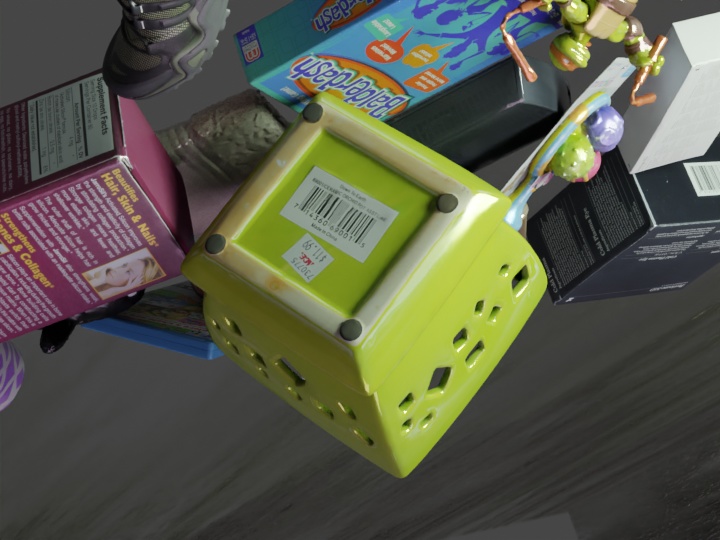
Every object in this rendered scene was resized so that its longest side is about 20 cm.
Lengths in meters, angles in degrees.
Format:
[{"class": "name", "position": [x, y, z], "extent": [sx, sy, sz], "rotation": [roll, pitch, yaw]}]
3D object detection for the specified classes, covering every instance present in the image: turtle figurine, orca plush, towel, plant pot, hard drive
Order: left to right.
[{"class": "orca plush", "position": [-0.262, 0.030, 1.097], "extent": [0.200, 0.071, 0.105], "rotation": [4, 150, -47]}, {"class": "towel", "position": [-0.108, -0.084, 1.091], "extent": [0.132, 0.035, 0.200], "rotation": [-24, 161, 8]}, {"class": "plant pot", "position": [0.000, 0.000, 0.970], "extent": [0.199, 0.200, 0.182], "rotation": [-52, 157, -13]}, {"class": "hard drive", "position": [0.106, -0.124, 1.111], "extent": [0.135, 0.042, 0.200], "rotation": [-26, 172, 18]}, {"class": "turtle figurine", "position": [0.186, -0.198, 0.952], "extent": [0.200, 0.064, 0.161], "rotation": [16, 119, -45]}]

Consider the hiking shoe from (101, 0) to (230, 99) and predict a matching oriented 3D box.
[{"class": "hiking shoe", "position": [-0.123, -0.181, 0.788], "extent": [0.101, 0.076, 0.200], "rotation": [7, 140, -35]}]

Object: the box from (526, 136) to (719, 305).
[{"class": "box", "position": [0.313, -0.054, 1.437], "extent": [0.200, 0.104, 0.182], "rotation": [-5, 155, -33]}]

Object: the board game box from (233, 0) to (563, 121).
[{"class": "board game box", "position": [0.032, -0.174, 0.963], "extent": [0.200, 0.045, 0.152], "rotation": [-26, 160, 21]}]

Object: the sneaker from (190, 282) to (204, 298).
[{"class": "sneaker", "position": [-0.089, -0.008, 1.197], "extent": [0.074, 0.087, 0.200], "rotation": [-4, -165, -34]}]

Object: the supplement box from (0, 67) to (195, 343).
[{"class": "supplement box", "position": [-0.235, -0.039, 0.950], "extent": [0.200, 0.103, 0.131], "rotation": [-20, 139, 5]}]

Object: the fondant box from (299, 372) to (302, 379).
[{"class": "fondant box", "position": [-0.036, 0.073, 1.404], "extent": [0.058, 0.145, 0.200], "rotation": [-20, 160, 1]}]

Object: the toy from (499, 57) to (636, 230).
[{"class": "toy", "position": [0.175, -0.093, 1.136], "extent": [0.200, 0.047, 0.115], "rotation": [-47, 171, 23]}]

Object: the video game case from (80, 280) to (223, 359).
[{"class": "video game case", "position": [-0.134, 0.038, 1.219], "extent": [0.143, 0.018, 0.200], "rotation": [12, -165, 28]}]

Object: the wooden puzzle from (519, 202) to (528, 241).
[{"class": "wooden puzzle", "position": [0.084, -0.024, 1.398], "extent": [0.185, 0.037, 0.200], "rotation": [-19, 172, 2]}]

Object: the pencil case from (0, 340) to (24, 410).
[{"class": "pencil case", "position": [-0.377, 0.073, 1.208], "extent": [0.085, 0.084, 0.200], "rotation": [19, 165, 14]}]

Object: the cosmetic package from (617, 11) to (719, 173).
[{"class": "cosmetic package", "position": [0.299, -0.162, 1.220], "extent": [0.082, 0.051, 0.200], "rotation": [-16, 160, -12]}]
